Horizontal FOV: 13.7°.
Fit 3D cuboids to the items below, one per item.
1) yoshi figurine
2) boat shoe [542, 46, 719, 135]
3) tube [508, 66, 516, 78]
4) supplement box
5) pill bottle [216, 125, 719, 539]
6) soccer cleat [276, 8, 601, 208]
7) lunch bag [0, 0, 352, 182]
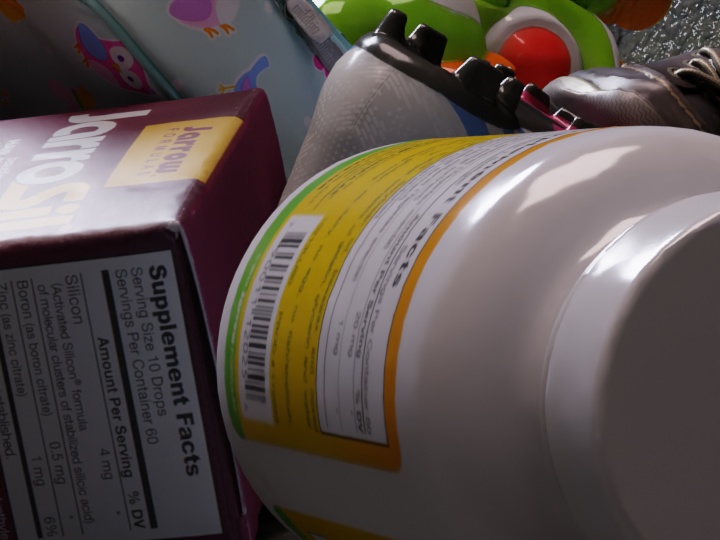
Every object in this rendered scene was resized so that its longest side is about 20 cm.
[{"bbox_3d":[0.027,-0.102,1.202,0.112,0.113,0.200,-22,-9,40],"label":"yoshi figurine"},{"bbox_3d":[0.114,-0.054,1.123,0.073,0.075,0.200,-37,-2,-1],"label":"boat shoe"},{"bbox_3d":[0.057,-0.013,1.201,0.058,0.052,0.200,24,-20,-1],"label":"tube"},{"bbox_3d":[-0.125,0.022,0.890,0.199,0.104,0.131,-6,19,11],"label":"supplement box"},{"bbox_3d":[0.048,0.025,0.664,0.111,0.112,0.200,-8,4,-20],"label":"pill bottle"},{"bbox_3d":[0.033,-0.023,0.960,0.070,0.087,0.200,35,7,28],"label":"soccer cleat"},{"bbox_3d":[-0.081,-0.062,1.015,0.077,0.161,0.200,-48,21,-28],"label":"lunch bag"}]
